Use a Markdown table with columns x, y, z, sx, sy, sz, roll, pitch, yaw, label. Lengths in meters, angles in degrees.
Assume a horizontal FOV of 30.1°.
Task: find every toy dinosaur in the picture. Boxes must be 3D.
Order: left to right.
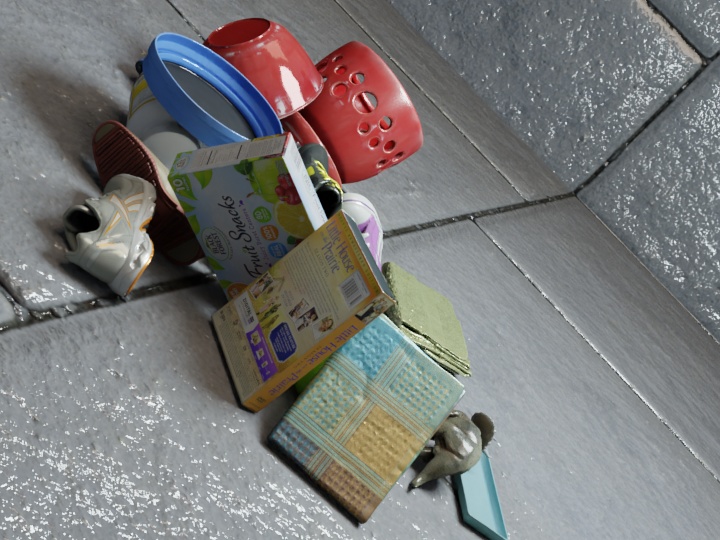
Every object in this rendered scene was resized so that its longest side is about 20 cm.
| x | y | z | sx | sy | sz | roll | pitch | yaw | label |
| --- | --- | --- | --- | --- | --- | --- | --- | --- | --- |
| 0.112 | 0.210 | 1.643 | 0.102 | 0.077 | 0.200 | 20 | 18 | 9 | toy dinosaur |

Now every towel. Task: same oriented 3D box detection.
| x | y | z | sx | sy | sz | roll | pitch | yaw | label |
| --- | --- | --- | --- | --- | --- | --- | --- | --- | --- |
| 0.008 | 0.156 | 1.463 | 0.147 | 0.022 | 0.200 | 42 | 63 | -5 | towel |
| 0.092 | 0.072 | 1.977 | 0.148 | 0.036 | 0.200 | 34 | 22 | -25 | towel |

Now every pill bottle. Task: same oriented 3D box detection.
| x | y | z | sx | sy | sz | roll | pitch | yaw | label |
| --- | --- | --- | --- | --- | --- | --- | --- | --- | --- |
| -0.244 | -0.182 | 1.713 | 0.112 | 0.112 | 0.200 | 35 | 21 | -24 | pill bottle |

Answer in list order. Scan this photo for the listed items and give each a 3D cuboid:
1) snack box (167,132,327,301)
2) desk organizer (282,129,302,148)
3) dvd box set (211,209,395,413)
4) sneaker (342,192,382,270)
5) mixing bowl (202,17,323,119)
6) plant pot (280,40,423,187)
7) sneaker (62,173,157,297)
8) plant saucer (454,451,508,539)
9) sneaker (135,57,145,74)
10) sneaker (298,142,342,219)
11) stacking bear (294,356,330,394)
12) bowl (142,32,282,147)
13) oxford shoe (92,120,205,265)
| x | y | z | sx | sy | sz | roll | pitch | yaw | label |
| --- | --- | --- | --- | --- | --- | --- | --- | --- | --- |
| -0.116 | -0.055 | 1.531 | 0.053 | 0.142 | 0.200 | -78 | 153 | -47 | snack box |
| -0.119 | -0.155 | 1.883 | 0.077 | 0.072 | 0.200 | 45 | -1 | 12 | desk organizer |
| -0.067 | 0.043 | 1.464 | 0.029 | 0.200 | 0.146 | 39 | 16 | -43 | dvd box set |
| 0.001 | 0.000 | 1.766 | 0.114 | 0.073 | 0.201 | -97 | 176 | -49 | sneaker |
| -0.163 | -0.300 | 1.952 | 0.200 | 0.200 | 0.108 | -101 | 176 | -59 | mixing bowl |
| -0.030 | -0.222 | 2.061 | 0.200 | 0.182 | 0.200 | 51 | -11 | 14 | plant pot |
| -0.277 | -0.059 | 1.454 | 0.092 | 0.076 | 0.200 | 29 | 22 | -25 | sneaker |
| 0.145 | 0.268 | 1.700 | 0.070 | 0.019 | 0.200 | 36 | 19 | -21 | plant saucer |
| -0.250 | -0.228 | 1.884 | 0.078 | 0.066 | 0.200 | -7 | 52 | -51 | sneaker |
| -0.055 | -0.095 | 1.692 | 0.074 | 0.085 | 0.200 | 46 | 34 | -31 | sneaker |
| -0.018 | 0.131 | 1.530 | 0.200 | 0.121 | 0.114 | 60 | 19 | 17 | stacking bear |
| -0.185 | -0.212 | 1.661 | 0.201 | 0.039 | 0.201 | 37 | 22 | -18 | bowl |
| -0.247 | -0.092 | 1.597 | 0.200 | 0.070 | 0.075 | 56 | 17 | 3 | oxford shoe |
